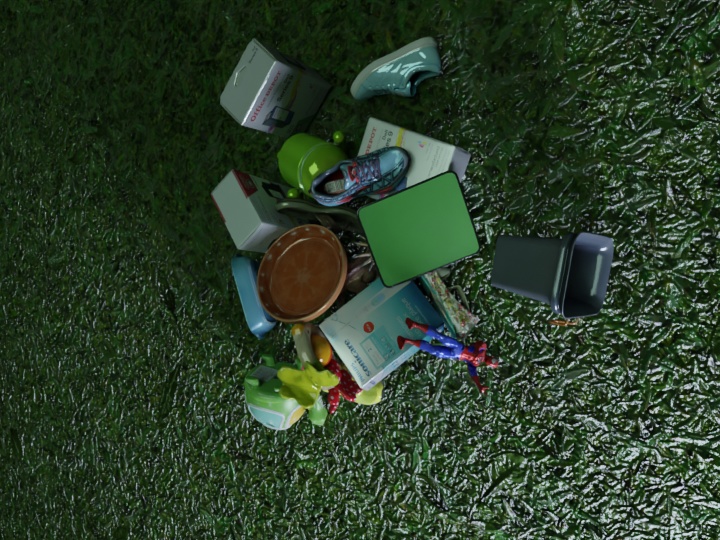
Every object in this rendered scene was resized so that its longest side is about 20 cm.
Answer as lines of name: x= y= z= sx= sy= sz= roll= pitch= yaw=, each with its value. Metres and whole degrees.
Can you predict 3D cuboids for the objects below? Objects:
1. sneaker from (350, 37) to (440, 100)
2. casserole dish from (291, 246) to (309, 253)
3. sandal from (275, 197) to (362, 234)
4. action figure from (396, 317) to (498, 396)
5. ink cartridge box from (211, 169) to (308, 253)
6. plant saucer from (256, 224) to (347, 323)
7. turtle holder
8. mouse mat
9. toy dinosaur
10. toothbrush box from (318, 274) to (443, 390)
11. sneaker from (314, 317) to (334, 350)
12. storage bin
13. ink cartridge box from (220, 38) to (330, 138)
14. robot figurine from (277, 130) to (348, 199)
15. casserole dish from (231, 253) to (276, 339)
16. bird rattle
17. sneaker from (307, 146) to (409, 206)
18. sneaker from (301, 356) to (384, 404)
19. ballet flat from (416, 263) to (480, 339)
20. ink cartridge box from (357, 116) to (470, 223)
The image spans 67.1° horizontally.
sneaker: x=0.068 y=-0.374 z=1.071 sx=0.197 sy=0.073 sz=0.084 roll=-23 pitch=77 yaw=30
casserole dish: x=-0.133 y=-0.001 z=1.187 sx=0.198 sy=0.121 sz=0.039 roll=-27 pitch=41 yaw=29
sandal: x=-0.080 y=-0.100 z=1.121 sx=0.080 sy=0.196 sz=0.059 roll=130 pitch=147 yaw=-68
action figure: x=0.169 y=0.153 z=0.958 sx=0.099 sy=0.196 sz=0.066 roll=-113 pitch=44 yaw=-62
ink cartridge box: x=-0.200 y=-0.118 z=1.162 sx=0.083 sy=0.199 sz=0.147 roll=-41 pitch=68 yaw=22
plant saucer: x=-0.114 y=0.007 z=1.067 sx=0.196 sy=0.032 sz=0.205 roll=-11 pitch=63 yaw=23
turtle holder: x=-0.166 y=0.277 z=1.207 sx=0.181 sy=0.141 sz=0.135 roll=-1 pitch=113 yaw=-6
mouse mat: x=0.107 y=-0.073 z=0.991 sx=0.196 sy=0.008 sz=0.164 roll=-21 pitch=103 yaw=5
toy dinosaur: x=0.000 y=0.000 z=1.073 sx=0.086 sy=0.136 sz=0.200 roll=42 pitch=91 yaw=10
toothbrush box: x=0.042 y=0.110 z=1.046 sx=0.198 sy=0.085 sz=0.147 roll=-37 pitch=72 yaw=-1
sneaker: x=-0.019 y=0.149 z=1.128 sx=0.196 sy=0.084 sz=0.076 roll=9 pitch=96 yaw=31
storage bin: x=0.304 y=0.006 z=0.876 sx=0.132 sy=0.198 sz=0.149 roll=14 pitch=98 yaw=41
ink cartridge box: x=-0.174 y=-0.369 z=1.136 sx=0.088 sy=0.199 sz=0.146 roll=44 pitch=111 yaw=22
robot figurine: x=-0.097 y=-0.216 z=1.132 sx=0.176 sy=0.116 sz=0.199 roll=-50 pitch=42 yaw=-5
casserole dish: x=-0.238 y=0.053 z=1.239 sx=0.038 sy=0.121 sz=0.204 roll=-19 pitch=81 yaw=7
bird rattle: x=-0.069 y=0.176 z=1.025 sx=0.111 sy=0.199 sz=0.166 roll=-28 pitch=70 yaw=21
sneaker: x=-0.003 y=-0.168 z=0.990 sx=0.196 sy=0.095 sz=0.081 roll=-22 pitch=90 yaw=12
sneaker: x=-0.042 y=0.234 z=1.142 sx=0.196 sy=0.090 sz=0.080 roll=14 pitch=97 yaw=29
ballet flat: x=0.157 y=0.036 z=1.040 sx=0.063 sy=0.076 sz=0.202 roll=-30 pitch=78 yaw=-4
ink cartridge box: x=0.091 y=-0.193 z=1.053 sx=0.198 sy=0.087 sz=0.148 roll=28 pitch=105 yaw=29
